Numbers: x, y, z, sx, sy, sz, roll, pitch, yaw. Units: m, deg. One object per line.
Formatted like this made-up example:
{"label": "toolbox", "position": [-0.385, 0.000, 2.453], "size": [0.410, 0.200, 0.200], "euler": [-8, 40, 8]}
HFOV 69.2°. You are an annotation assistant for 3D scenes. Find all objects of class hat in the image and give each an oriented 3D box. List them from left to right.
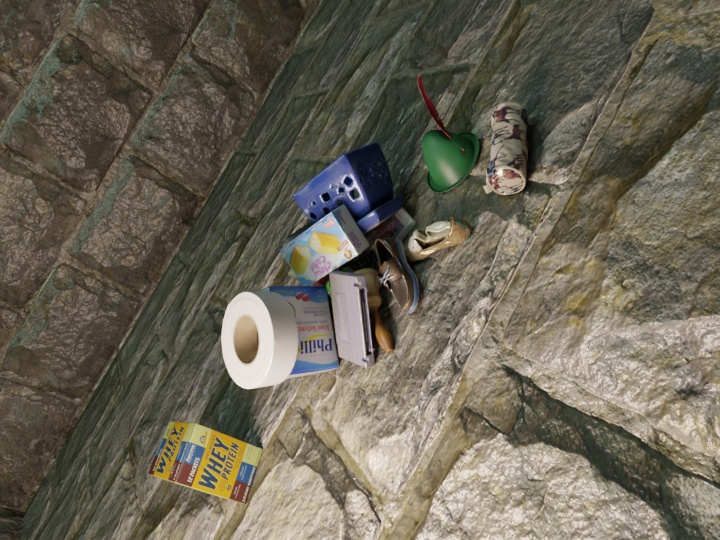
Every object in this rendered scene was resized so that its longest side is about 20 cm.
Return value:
{"label": "hat", "position": [0.166, -0.313, 1.244], "size": [0.166, 0.174, 0.202], "euler": [-44, 33, 21]}

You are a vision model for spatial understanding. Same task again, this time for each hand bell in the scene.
{"label": "hand bell", "position": [0.035, 0.103, 1.184], "size": [0.104, 0.103, 0.203], "euler": [-44, 46, 21]}

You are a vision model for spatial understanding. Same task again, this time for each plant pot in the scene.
{"label": "plant pot", "position": [-0.017, -0.180, 1.311], "size": [0.198, 0.182, 0.199], "euler": [-32, 3, 35]}

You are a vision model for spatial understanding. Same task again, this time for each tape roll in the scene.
{"label": "tape roll", "position": [-0.221, 0.147, 1.131], "size": [0.199, 0.070, 0.210], "euler": [-2, 88, 44]}

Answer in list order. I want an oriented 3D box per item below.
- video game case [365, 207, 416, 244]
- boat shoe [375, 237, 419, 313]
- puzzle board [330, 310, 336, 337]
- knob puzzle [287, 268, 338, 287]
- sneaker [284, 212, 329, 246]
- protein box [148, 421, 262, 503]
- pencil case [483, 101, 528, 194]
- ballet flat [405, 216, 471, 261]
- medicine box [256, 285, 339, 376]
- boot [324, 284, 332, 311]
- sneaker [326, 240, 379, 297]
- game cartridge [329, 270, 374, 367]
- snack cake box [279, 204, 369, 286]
{"label": "video game case", "position": [0.046, -0.089, 1.373], "size": [0.201, 0.023, 0.183], "euler": [-51, 31, 13]}
{"label": "boat shoe", "position": [0.073, 0.009, 1.174], "size": [0.073, 0.071, 0.203], "euler": [-54, 37, 34]}
{"label": "puzzle board", "position": [-0.109, 0.140, 1.403], "size": [0.153, 0.017, 0.199], "euler": [-61, 30, -4]}
{"label": "knob puzzle", "position": [-0.077, -0.034, 1.372], "size": [0.213, 0.031, 0.225], "euler": [-11, 51, 14]}
{"label": "sneaker", "position": [-0.147, -0.120, 1.514], "size": [0.104, 0.075, 0.204], "euler": [13, 65, 29]}
{"label": "protein box", "position": [-0.395, 0.487, 1.333], "size": [0.196, 0.198, 0.138], "euler": [-16, 49, 48]}
{"label": "pencil case", "position": [0.305, -0.258, 1.092], "size": [0.087, 0.078, 0.205], "euler": [-6, 56, 29]}
{"label": "ballet flat", "position": [0.155, -0.075, 1.160], "size": [0.198, 0.064, 0.072], "euler": [-25, 45, 44]}
{"label": "medicine box", "position": [-0.160, 0.149, 1.244], "size": [0.102, 0.179, 0.206], "euler": [-23, 73, 41]}
{"label": "boot", "position": [-0.138, 0.081, 1.412], "size": [0.174, 0.069, 0.202], "euler": [-42, 35, 20]}
{"label": "sneaker", "position": [0.000, 0.000, 1.266], "size": [0.199, 0.085, 0.078], "euler": [-43, 75, 3]}
{"label": "game cartridge", "position": [-0.020, 0.106, 1.184], "size": [0.129, 0.037, 0.207], "euler": [10, 108, 61]}
{"label": "snack cake box", "position": [-0.088, -0.055, 1.254], "size": [0.198, 0.117, 0.067], "euler": [-31, 5, 36]}
